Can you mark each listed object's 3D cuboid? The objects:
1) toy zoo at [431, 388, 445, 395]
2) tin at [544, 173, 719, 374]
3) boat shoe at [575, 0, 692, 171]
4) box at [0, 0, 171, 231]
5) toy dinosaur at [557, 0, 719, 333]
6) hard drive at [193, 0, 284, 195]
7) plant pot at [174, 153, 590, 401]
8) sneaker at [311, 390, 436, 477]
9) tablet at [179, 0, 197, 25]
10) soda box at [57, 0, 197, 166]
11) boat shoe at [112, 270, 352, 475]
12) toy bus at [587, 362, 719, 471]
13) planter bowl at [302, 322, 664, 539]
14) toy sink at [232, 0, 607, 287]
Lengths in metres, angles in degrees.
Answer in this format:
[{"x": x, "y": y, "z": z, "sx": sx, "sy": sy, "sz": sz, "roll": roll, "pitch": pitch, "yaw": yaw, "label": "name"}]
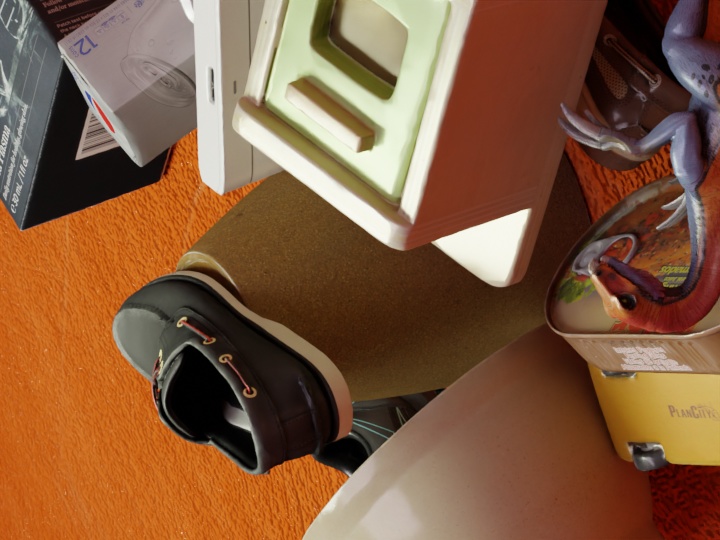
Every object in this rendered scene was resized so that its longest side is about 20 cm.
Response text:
[{"x": 0.091, "y": 0.127, "z": 1.727, "sx": 0.200, "sy": 0.020, "sz": 0.132, "roll": 15, "pitch": 122, "yaw": 55, "label": "toy zoo"}, {"x": 0.170, "y": 0.002, "z": 1.416, "sx": 0.042, "sy": 0.112, "sz": 0.200, "roll": 49, "pitch": 158, "yaw": -21, "label": "tin"}, {"x": 0.116, "y": -0.155, "z": 1.456, "sx": 0.075, "sy": 0.075, "sz": 0.203, "roll": -38, "pitch": 75, "yaw": 37, "label": "boat shoe"}, {"x": -0.216, "y": -0.173, "z": 1.933, "sx": 0.197, "sy": 0.124, "sz": 0.200, "roll": 56, "pitch": 149, "yaw": 23, "label": "box"}, {"x": 0.162, "y": -0.067, "z": 1.327, "sx": 0.200, "sy": 0.105, "sz": 0.182, "roll": -20, "pitch": 70, "yaw": 59, "label": "toy dinosaur"}, {"x": 0.001, "y": -0.131, "z": 1.515, "sx": 0.027, "sy": 0.199, "sz": 0.132, "roll": 37, "pitch": 139, "yaw": 41, "label": "hard drive"}, {"x": 0.000, "y": 0.000, "z": 1.610, "sx": 0.186, "sy": 0.199, "sz": 0.187, "roll": 40, "pitch": 142, "yaw": 41, "label": "plant pot"}, {"x": 0.049, "y": 0.142, "z": 1.705, "sx": 0.200, "sy": 0.079, "sz": 0.076, "roll": 39, "pitch": 138, "yaw": 38, "label": "sneaker"}, {"x": -0.041, "y": -0.216, "z": 1.531, "sx": 0.014, "sy": 0.200, "sz": 0.131, "roll": -16, "pitch": 96, "yaw": 48, "label": "tablet"}, {"x": -0.071, "y": -0.151, "z": 1.616, "sx": 0.063, "sy": 0.200, "sz": 0.068, "roll": 50, "pitch": 171, "yaw": 28, "label": "soda box"}, {"x": -0.084, "y": 0.053, "z": 1.520, "sx": 0.201, "sy": 0.063, "sz": 0.074, "roll": 26, "pitch": 134, "yaw": 52, "label": "boat shoe"}, {"x": 0.202, "y": 0.059, "z": 1.434, "sx": 0.200, "sy": 0.078, "sz": 0.065, "roll": -5, "pitch": 108, "yaw": 60, "label": "toy bus"}, {"x": 0.085, "y": 0.142, "z": 1.558, "sx": 0.135, "sy": 0.200, "sz": 0.200, "roll": 48, "pitch": 147, "yaw": 13, "label": "planter bowl"}, {"x": 0.023, "y": -0.090, "z": 1.393, "sx": 0.130, "sy": 0.112, "sz": 0.201, "roll": 38, "pitch": 129, "yaw": 31, "label": "toy sink"}]
